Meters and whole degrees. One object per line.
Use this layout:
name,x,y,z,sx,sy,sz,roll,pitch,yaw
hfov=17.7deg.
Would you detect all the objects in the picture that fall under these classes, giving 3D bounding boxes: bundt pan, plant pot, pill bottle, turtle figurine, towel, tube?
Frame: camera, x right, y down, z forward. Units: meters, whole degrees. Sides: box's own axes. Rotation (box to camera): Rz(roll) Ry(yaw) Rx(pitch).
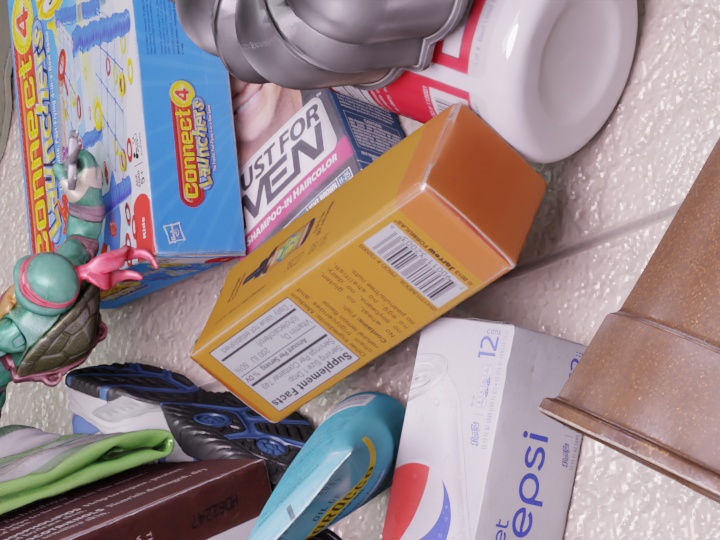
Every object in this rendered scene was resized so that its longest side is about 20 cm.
bundt pan,-0.039,-0.174,1.085,0.201,0.075,0.204,24,125,41
plant pot,0.203,0.012,0.937,0.200,0.200,0.199,25,88,46
pill bottle,0.032,-0.134,1.173,0.199,0.112,0.113,23,94,35
turtle figurine,-0.185,0.017,1.239,0.101,0.149,0.200,51,154,10
towel,-0.202,0.108,1.238,0.200,0.148,0.031,-10,98,60
tube,-0.012,0.097,1.116,0.050,0.200,0.078,38,101,5

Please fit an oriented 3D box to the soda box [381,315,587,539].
soda box,0.055,0.127,1.127,0.063,0.068,0.202,6,83,45

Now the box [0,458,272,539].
box,-0.150,0.202,1.202,0.199,0.164,0.167,-9,98,44

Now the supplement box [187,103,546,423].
supplement box,0.000,0.000,1.150,0.200,0.069,0.067,-32,24,42

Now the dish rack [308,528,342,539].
dish rack,-0.067,0.185,1.046,0.154,0.199,0.055,51,127,42

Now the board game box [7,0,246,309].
board game box,-0.138,-0.090,1.322,0.195,0.055,0.202,-20,74,61

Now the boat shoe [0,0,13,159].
boat shoe,-0.257,-0.162,1.518,0.060,0.071,0.203,14,91,42

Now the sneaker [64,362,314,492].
sneaker,-0.091,0.107,1.286,0.199,0.075,0.078,17,108,48

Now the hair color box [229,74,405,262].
hair color box,-0.039,-0.083,1.288,0.100,0.060,0.201,-43,51,27
